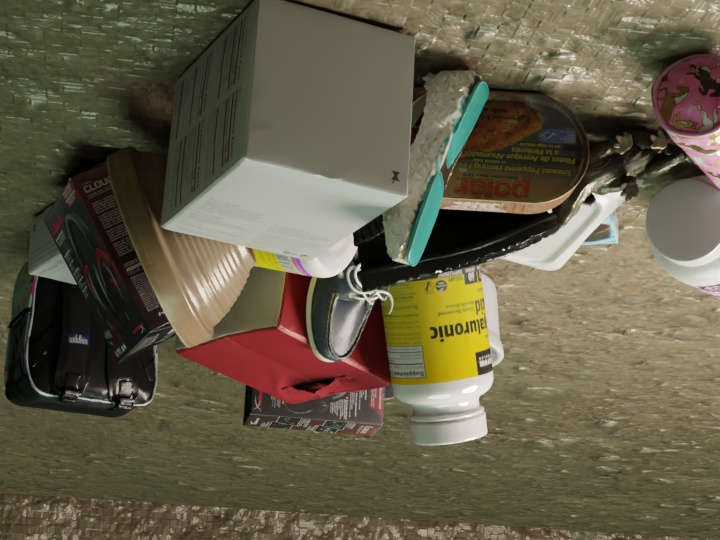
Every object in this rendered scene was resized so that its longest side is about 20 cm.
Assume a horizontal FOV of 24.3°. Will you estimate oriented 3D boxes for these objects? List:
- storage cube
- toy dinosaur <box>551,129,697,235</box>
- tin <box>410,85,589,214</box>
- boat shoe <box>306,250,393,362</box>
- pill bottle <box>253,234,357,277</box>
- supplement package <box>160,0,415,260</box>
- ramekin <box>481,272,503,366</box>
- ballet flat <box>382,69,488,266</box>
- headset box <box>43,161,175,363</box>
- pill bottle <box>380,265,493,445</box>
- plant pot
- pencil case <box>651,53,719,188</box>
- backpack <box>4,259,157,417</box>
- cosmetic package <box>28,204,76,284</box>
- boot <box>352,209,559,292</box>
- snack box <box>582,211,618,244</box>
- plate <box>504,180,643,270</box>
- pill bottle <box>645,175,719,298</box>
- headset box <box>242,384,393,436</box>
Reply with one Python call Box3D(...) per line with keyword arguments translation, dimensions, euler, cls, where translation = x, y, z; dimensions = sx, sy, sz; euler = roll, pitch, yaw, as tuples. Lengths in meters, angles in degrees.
Box3D(translation=(-0.073, 0.027, 1.844), dimensions=(0.171, 0.200, 0.180), euler=(-14, 149, 42), cls="storage cube")
Box3D(translation=(0.255, -0.106, 1.598), dimensions=(0.200, 0.077, 0.102), euler=(-28, -166, -21), cls="toy dinosaur")
Box3D(translation=(0.108, -0.108, 1.529), dimensions=(0.200, 0.112, 0.042), euler=(4, 155, -3), cls="tin")
Box3D(translation=(0.000, 0.000, 1.728), dimensions=(0.062, 0.200, 0.075), euler=(12, 173, 44), cls="boat shoe")
Box3D(translation=(-0.105, -0.057, 1.696), dimensions=(0.200, 0.104, 0.104), euler=(11, 168, 31), cls="pill bottle")
Box3D(translation=(-0.065, -0.118, 1.461), dimensions=(0.152, 0.151, 0.200), euler=(12, 160, -23), cls="supplement package")
Box3D(translation=(0.078, 0.059, 2.067), dimensions=(0.200, 0.098, 0.201), euler=(2, 161, 1), cls="ramekin")
Box3D(translation=(0.052, -0.093, 1.470), dimensions=(0.072, 0.200, 0.072), euler=(20, 156, 9), cls="ballet flat")
Box3D(translation=(-0.253, -0.020, 1.753), dimensions=(0.075, 0.200, 0.149), euler=(-26, 176, -26), cls="headset box")
Box3D(translation=(0.083, 0.081, 1.789), dimensions=(0.111, 0.200, 0.111), euler=(-7, -176, 1), cls="pill bottle")
Box3D(translation=(-0.160, -0.036, 1.590), dimensions=(0.093, 0.201, 0.201), euler=(-23, 160, 0), cls="plant pot")
Box3D(translation=(0.332, -0.124, 1.508), dimensions=(0.086, 0.083, 0.200), euler=(-27, 150, 22), cls="pencil case")
Box3D(translation=(-0.334, 0.070, 1.992), dimensions=(0.177, 0.200, 0.150), euler=(10, 165, -31), cls="backpack")
Box3D(translation=(-0.270, -0.018, 1.916), dimensions=(0.200, 0.074, 0.102), euler=(13, 159, -32), cls="cosmetic package")
Box3D(translation=(0.071, -0.077, 1.581), dimensions=(0.211, 0.158, 0.079), euler=(-14, 179, 16), cls="boot")
Box3D(translation=(0.170, -0.060, 1.790), dimensions=(0.200, 0.037, 0.116), euler=(-2, 160, 14), cls="snack box")
Box3D(translation=(0.157, -0.064, 1.700), dimensions=(0.200, 0.032, 0.200), euler=(16, 148, -15), cls="plate")
Box3D(translation=(0.356, -0.034, 1.685), dimensions=(0.112, 0.113, 0.200), euler=(-7, 169, 26), cls="pill bottle")
Box3D(translation=(-0.051, 0.137, 2.238), dimensions=(0.200, 0.149, 0.077), euler=(5, 162, -11), cls="headset box")
